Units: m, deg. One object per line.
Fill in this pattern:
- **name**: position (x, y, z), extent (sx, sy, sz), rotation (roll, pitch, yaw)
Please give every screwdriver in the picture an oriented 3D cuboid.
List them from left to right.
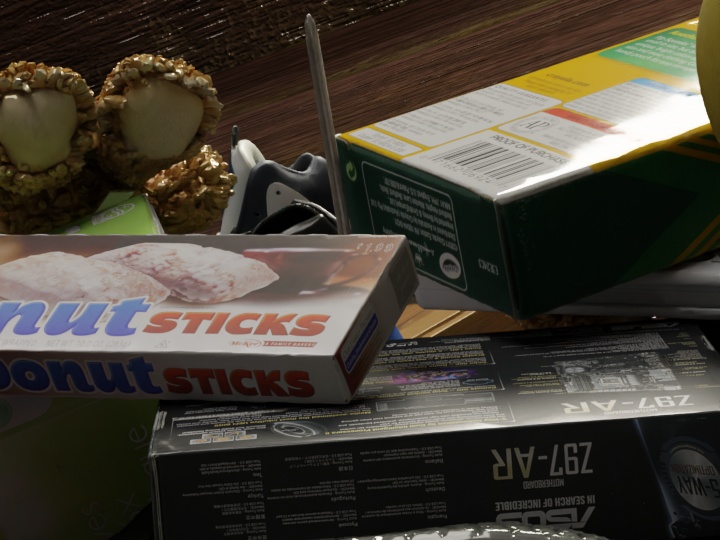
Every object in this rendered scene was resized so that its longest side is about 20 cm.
- **screwdriver**: position (0.000, 0.000, 1.084), extent (0.029, 0.200, 0.028), rotation (-1, 10, 22)

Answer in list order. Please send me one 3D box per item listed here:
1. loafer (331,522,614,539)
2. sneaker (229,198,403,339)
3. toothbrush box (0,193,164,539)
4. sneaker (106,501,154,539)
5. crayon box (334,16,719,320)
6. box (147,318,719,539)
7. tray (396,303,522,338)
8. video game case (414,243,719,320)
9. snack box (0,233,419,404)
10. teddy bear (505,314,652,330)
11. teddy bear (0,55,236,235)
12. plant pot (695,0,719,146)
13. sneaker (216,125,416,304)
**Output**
- **loafer**: position (-0.005, 0.118, 0.862), extent (0.200, 0.070, 0.075), rotation (-7, -5, 10)
- **sneaker**: position (-0.031, 0.006, 1.260), extent (0.070, 0.078, 0.200), rotation (-25, 10, -15)
- **toothbrush box**: position (-0.145, 0.080, 1.104), extent (0.200, 0.146, 0.086), rotation (-22, 18, -1)
- **sneaker**: position (-0.117, 0.133, 1.025), extent (0.104, 0.060, 0.200), rotation (-9, 19, 39)
- **crayon box**: position (0.108, -0.047, 1.087), extent (0.200, 0.052, 0.126), rotation (-20, 22, -23)
- **box**: position (0.030, 0.058, 0.974), extent (0.200, 0.044, 0.160), rotation (-4, 10, -1)
- **tray**: position (-0.028, 0.068, 1.261), extent (0.200, 0.037, 0.099), rotation (-28, 11, -31)
- **video game case**: position (0.145, -0.028, 1.124), extent (0.182, 0.023, 0.200), rotation (2, 22, 31)
- **snack box**: position (-0.083, 0.016, 0.994), extent (0.200, 0.024, 0.072), rotation (0, 36, 25)
- **teddy bear**: position (0.156, -0.007, 1.200), extent (0.200, 0.067, 0.145), rotation (-22, 18, -30)
- **teddy bear**: position (-0.127, -0.040, 1.182), extent (0.145, 0.067, 0.200), rotation (-18, -20, -6)
- **plant pot**: position (0.198, -0.075, 0.977), extent (0.200, 0.200, 0.142), rotation (-26, 16, -22)
- **sneaker**: position (-0.068, -0.005, 1.468), extent (0.199, 0.130, 0.079), rotation (-23, 9, -2)
